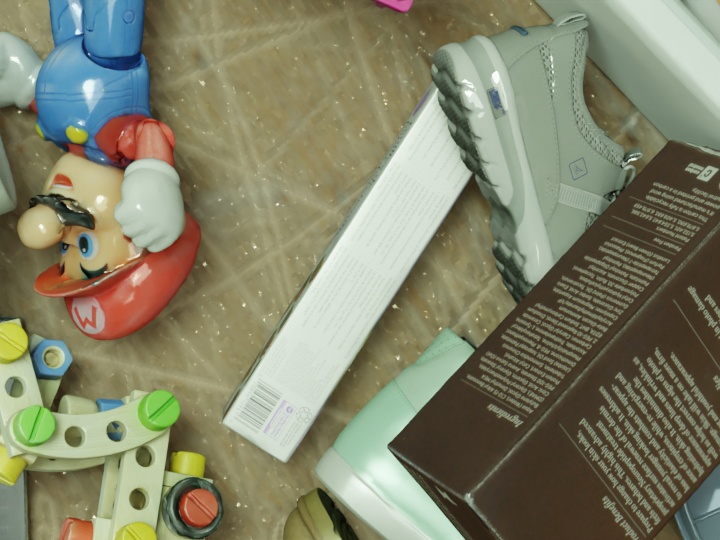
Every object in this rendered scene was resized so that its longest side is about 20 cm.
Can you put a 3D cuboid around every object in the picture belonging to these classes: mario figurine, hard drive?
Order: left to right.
[{"bbox_3d":[-0.134,-0.065,0.898,0.105,0.123,0.201,-7,99,-1],"label":"mario figurine"},{"bbox_3d":[0.125,-0.113,0.902,0.027,0.132,0.200,-45,95,-2],"label":"hard drive"}]

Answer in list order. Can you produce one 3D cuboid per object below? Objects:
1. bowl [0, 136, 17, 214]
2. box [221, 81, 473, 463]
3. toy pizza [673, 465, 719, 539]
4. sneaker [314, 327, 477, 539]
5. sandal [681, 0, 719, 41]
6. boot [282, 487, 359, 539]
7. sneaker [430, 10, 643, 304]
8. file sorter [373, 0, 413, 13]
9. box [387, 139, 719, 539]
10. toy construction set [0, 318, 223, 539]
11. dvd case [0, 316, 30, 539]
[{"bbox_3d":[-0.216,-0.049,0.857,0.107,0.200,0.201,-19,95,-3],"label":"bowl"},{"bbox_3d":[0.000,0.000,0.951,0.041,0.039,0.201,32,92,-6],"label":"box"},{"bbox_3d":[0.246,0.086,0.973,0.199,0.032,0.202,0,93,-7],"label":"toy pizza"},{"bbox_3d":[0.090,0.116,0.947,0.200,0.074,0.118,39,91,-5],"label":"sneaker"},{"bbox_3d":[0.144,-0.186,0.914,0.059,0.079,0.207,-37,115,9],"label":"sandal"},{"bbox_3d":[-0.068,0.225,0.953,0.199,0.066,0.176,-25,95,0],"label":"boot"},{"bbox_3d":[0.103,-0.027,0.914,0.082,0.075,0.201,-24,120,-5],"label":"sneaker"},{"bbox_3d":[-0.048,-0.218,0.889,0.199,0.125,0.140,23,91,-5],"label":"file sorter"},{"bbox_3d":[0.119,0.049,0.873,0.200,0.075,0.100,-46,124,-13],"label":"box"},{"bbox_3d":[-0.137,0.131,0.913,0.130,0.092,0.201,14,85,-22],"label":"toy construction set"},{"bbox_3d":[-0.238,0.124,0.960,0.148,0.016,0.202,-1,95,-1],"label":"dvd case"}]
